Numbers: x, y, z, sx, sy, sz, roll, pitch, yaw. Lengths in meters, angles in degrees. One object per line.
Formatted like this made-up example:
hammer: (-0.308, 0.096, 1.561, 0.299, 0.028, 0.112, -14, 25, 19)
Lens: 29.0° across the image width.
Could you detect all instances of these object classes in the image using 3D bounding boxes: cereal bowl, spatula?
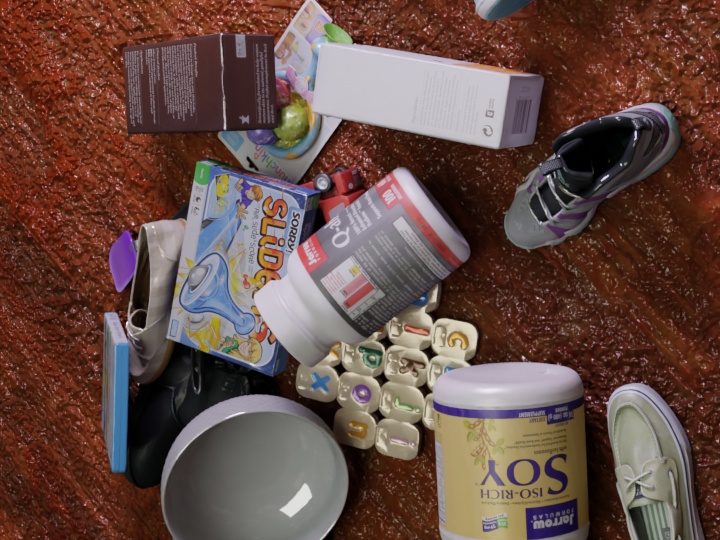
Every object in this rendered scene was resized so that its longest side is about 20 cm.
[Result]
cereal bowl: (-0.116, 0.216, 1.483, 0.083, 0.199, 0.201, -119, 46, -63)
spatula: (-0.231, -0.046, 1.611, 0.200, 0.021, 0.057, -35, 65, 29)

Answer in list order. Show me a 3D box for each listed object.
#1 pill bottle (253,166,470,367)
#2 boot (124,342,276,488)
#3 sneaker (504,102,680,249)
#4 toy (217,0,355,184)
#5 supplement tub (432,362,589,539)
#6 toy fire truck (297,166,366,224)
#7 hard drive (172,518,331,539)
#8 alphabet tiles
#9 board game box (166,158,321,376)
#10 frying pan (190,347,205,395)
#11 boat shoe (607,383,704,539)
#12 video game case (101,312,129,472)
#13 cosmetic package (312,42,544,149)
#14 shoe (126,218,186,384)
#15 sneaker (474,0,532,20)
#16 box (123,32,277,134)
pill bottle: (0.000, 0.000, 1.379, 0.200, 0.116, 0.116, -38, 75, 7)
boot: (-0.182, 0.178, 1.579, 0.162, 0.073, 0.199, 20, 101, 32)
sneaker: (0.187, -0.085, 1.269, 0.200, 0.140, 0.078, -42, 74, 29)
toy: (-0.080, -0.178, 1.483, 0.115, 0.047, 0.200, 49, 118, 19)
supplement tub: (0.144, 0.196, 1.330, 0.145, 0.145, 0.201, -1, 96, 32)
toy fire truck: (-0.071, -0.021, 1.492, 0.199, 0.049, 0.142, -16, 96, 27)
hard drive: (-0.128, 0.333, 1.588, 0.199, 0.033, 0.140, 15, 103, 30)
alphabet tiles: (0.027, 0.094, 1.457, 0.195, 0.015, 0.201, 11, 102, 21)
board game box: (-0.125, -0.004, 1.470, 0.135, 0.034, 0.201, 17, 106, 21)
frying pan: (-0.198, 0.036, 1.564, 0.115, 0.031, 0.191, 10, 80, 42)
boat shoe: (0.275, 0.205, 1.296, 0.072, 0.062, 0.201, -20, 84, 33)
video game case: (-0.281, 0.134, 1.588, 0.200, 0.018, 0.144, -150, 61, -74)
cosmetic package: (0.065, -0.171, 1.349, 0.199, 0.101, 0.072, 13, 103, 23)
shoe: (-0.236, 0.035, 1.542, 0.070, 0.053, 0.201, 35, 117, 43)
sneaker: (0.151, -0.342, 1.299, 0.200, 0.079, 0.131, -47, 73, 18)
box: (-0.175, -0.198, 1.495, 0.200, 0.075, 0.101, 6, 100, 52)
